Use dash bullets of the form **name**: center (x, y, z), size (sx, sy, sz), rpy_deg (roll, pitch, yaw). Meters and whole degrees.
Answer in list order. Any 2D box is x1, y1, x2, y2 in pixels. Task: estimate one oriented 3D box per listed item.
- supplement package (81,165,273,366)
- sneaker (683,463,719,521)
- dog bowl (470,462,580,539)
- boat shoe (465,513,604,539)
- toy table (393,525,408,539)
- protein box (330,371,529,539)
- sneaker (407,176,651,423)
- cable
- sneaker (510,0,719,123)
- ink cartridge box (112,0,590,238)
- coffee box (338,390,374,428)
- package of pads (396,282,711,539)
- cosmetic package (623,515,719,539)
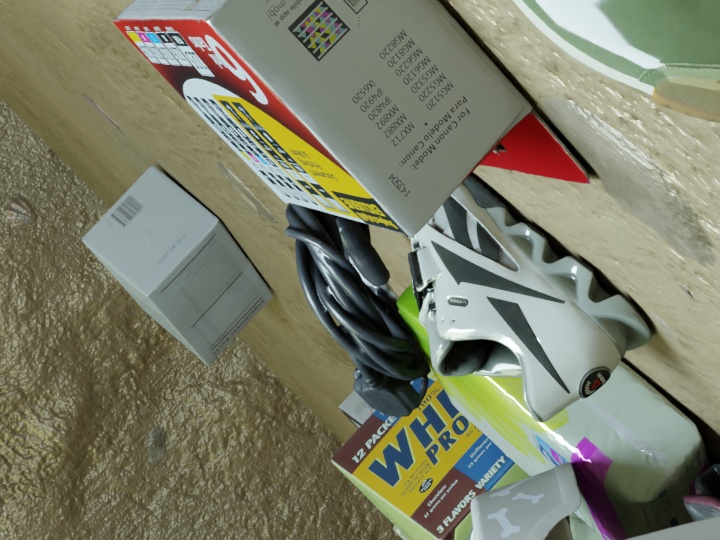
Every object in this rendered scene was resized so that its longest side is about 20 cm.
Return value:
- **supplement package**: center (-0.193, -0.002, 2.339), size (0.110, 0.114, 0.200), rpy_deg (39, 170, 27)
- **sneaker**: center (0.224, 0.156, 1.169), size (0.116, 0.076, 0.200), rpy_deg (47, 164, 24)
- **dog bowl**: center (0.099, 0.206, 1.182), size (0.200, 0.059, 0.200), rpy_deg (-8, -90, -88)
- **boat shoe**: center (0.161, 0.189, 1.362), size (0.202, 0.072, 0.060), rpy_deg (11, 153, -8)
- **toy table**: center (0.131, 0.251, 1.980), size (0.200, 0.117, 0.184), rpy_deg (43, 173, 6)
- **protein box**: center (0.120, 0.169, 1.506), size (0.199, 0.135, 0.200), rpy_deg (47, 172, -22)
- **sneaker**: center (0.054, 0.006, 1.154), size (0.200, 0.089, 0.074), rpy_deg (40, 173, 40)
- **cable**: center (0.000, 0.000, 1.343), size (0.200, 0.051, 0.163), rpy_deg (48, -154, -67)
- **sneaker**: center (0.044, -0.117, 0.575), size (0.200, 0.067, 0.090), rpy_deg (44, 179, 29)
- **ink cartridge box**: center (-0.009, -0.081, 1.014), size (0.176, 0.084, 0.200), rpy_deg (46, 172, -16)
- **coffee box**: center (0.078, 0.149, 1.833), size (0.113, 0.080, 0.200), rpy_deg (47, 172, -27)
- **package of pads**: center (0.123, 0.086, 1.292), size (0.200, 0.068, 0.155), rpy_deg (41, 171, 28)
- **cosmetic package**: center (0.171, 0.213, 1.090), size (0.200, 0.085, 0.108), rpy_deg (78, 177, -59)
